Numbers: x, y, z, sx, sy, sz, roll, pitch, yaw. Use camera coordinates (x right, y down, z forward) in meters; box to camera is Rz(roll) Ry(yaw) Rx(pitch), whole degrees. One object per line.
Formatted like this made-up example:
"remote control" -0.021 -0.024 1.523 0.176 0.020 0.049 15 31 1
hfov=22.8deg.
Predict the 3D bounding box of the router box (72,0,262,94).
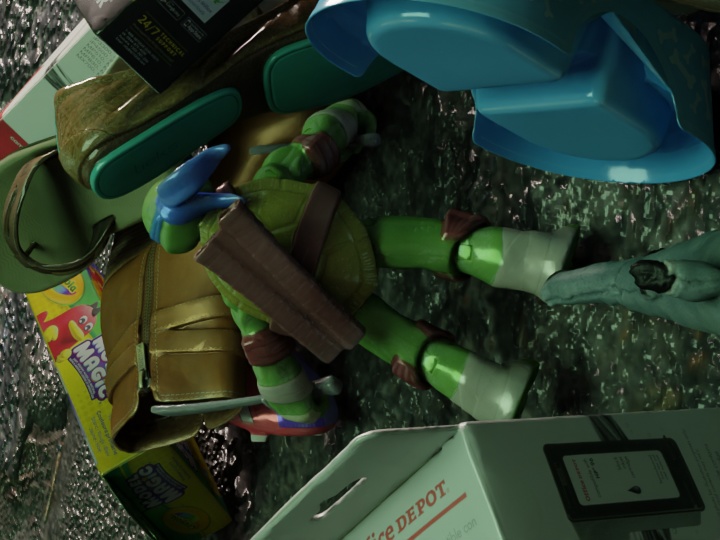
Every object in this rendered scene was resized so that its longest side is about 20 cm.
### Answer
"router box" -0.089 -0.201 0.878 0.157 0.052 0.200 -42 45 5

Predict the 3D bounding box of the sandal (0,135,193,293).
"sandal" -0.167 -0.035 0.991 0.080 0.057 0.201 47 141 -12

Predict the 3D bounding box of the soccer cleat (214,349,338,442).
"soccer cleat" -0.075 0.039 1.040 0.200 0.067 0.077 31 118 56

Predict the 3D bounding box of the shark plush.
"shark plush" 0.144 -0.006 0.702 0.200 0.083 0.091 19 106 54

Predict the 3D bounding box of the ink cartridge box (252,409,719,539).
"ink cartridge box" 0.066 0.111 0.699 0.116 0.200 0.068 -48 52 44

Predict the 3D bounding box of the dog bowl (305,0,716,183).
"dog bowl" 0.068 -0.091 0.725 0.111 0.200 0.050 0 72 45

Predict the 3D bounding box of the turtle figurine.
"turtle figurine" 0.000 0.000 0.861 0.200 0.194 0.144 91 -160 -61

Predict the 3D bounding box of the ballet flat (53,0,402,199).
"ballet flat" -0.064 -0.105 0.888 0.072 0.200 0.068 58 166 24

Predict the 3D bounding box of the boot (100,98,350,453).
"boot" -0.069 0.003 0.972 0.200 0.074 0.155 -37 41 36

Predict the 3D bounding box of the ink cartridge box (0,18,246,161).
"ink cartridge box" -0.116 -0.127 1.023 0.200 0.083 0.147 -31 21 52

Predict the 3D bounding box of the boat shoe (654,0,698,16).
"boat shoe" 0.056 -0.152 0.747 0.068 0.200 0.072 161 121 -69

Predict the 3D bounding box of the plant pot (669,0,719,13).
"plant pot" 0.144 -0.210 0.627 0.200 0.200 0.198 54 140 41

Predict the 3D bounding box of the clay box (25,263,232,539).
"clay box" -0.142 0.086 1.099 0.200 0.048 0.115 58 179 36
